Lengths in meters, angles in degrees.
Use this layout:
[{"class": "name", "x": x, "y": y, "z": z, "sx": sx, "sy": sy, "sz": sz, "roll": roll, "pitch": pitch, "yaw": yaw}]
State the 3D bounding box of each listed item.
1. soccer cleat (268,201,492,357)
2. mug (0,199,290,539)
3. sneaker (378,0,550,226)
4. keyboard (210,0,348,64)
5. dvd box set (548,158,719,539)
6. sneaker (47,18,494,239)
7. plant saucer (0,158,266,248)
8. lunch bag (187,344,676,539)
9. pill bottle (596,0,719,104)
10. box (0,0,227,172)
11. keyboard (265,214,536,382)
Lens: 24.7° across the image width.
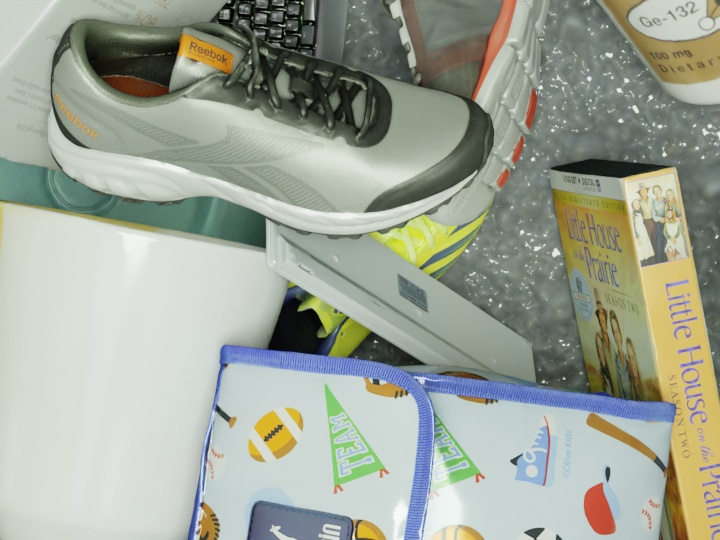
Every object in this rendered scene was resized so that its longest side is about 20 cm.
[{"class": "soccer cleat", "x": 0.000, "y": 0.001, "z": 0.834, "sx": 0.065, "sy": 0.084, "sz": 0.200, "roll": 44, "pitch": 98, "yaw": -2}, {"class": "mug", "x": -0.127, "y": 0.051, "z": 0.784, "sx": 0.149, "sy": 0.187, "sz": 0.153, "roll": 9, "pitch": 92, "yaw": -35}, {"class": "sneaker", "x": 0.046, "y": -0.115, "z": 0.810, "sx": 0.082, "sy": 0.077, "sz": 0.200, "roll": 10, "pitch": 68, "yaw": 17}, {"class": "keyboard", "x": -0.066, "y": -0.180, "z": 0.831, "sx": 0.127, "sy": 0.021, "sz": 0.200, "roll": 4, "pitch": 86, "yaw": 4}, {"class": "dvd box set", "x": 0.138, "y": 0.047, "z": 0.799, "sx": 0.029, "sy": 0.146, "sz": 0.200, "roll": -12, "pitch": 97, "yaw": -6}, {"class": "sneaker", "x": -0.041, "y": -0.067, "z": 0.719, "sx": 0.200, "sy": 0.074, "sz": 0.079, "roll": 6, "pitch": 142, "yaw": 1}, {"class": "plant saucer", "x": -0.141, "y": -0.050, "z": 0.863, "sx": 0.200, "sy": 0.036, "sz": 0.200, "roll": 1, "pitch": 98, "yaw": 4}, {"class": "lunch bag", "x": 0.024, "y": 0.125, "z": 0.719, "sx": 0.200, "sy": 0.124, "sz": 0.170, "roll": 9, "pitch": 85, "yaw": -11}, {"class": "pill bottle", "x": 0.136, "y": -0.182, "z": 0.752, "sx": 0.114, "sy": 0.114, "sz": 0.200, "roll": -39, "pitch": 118, "yaw": 8}, {"class": "box", "x": -0.127, "y": -0.154, "z": 0.762, "sx": 0.097, "sy": 0.124, "sz": 0.200, "roll": 46, "pitch": 100, "yaw": 16}, {"class": "keyboard", "x": 0.025, "y": 0.018, "z": 0.798, "sx": 0.011, "sy": 0.056, "sz": 0.200, "roll": -34, "pitch": 133, "yaw": 26}]
